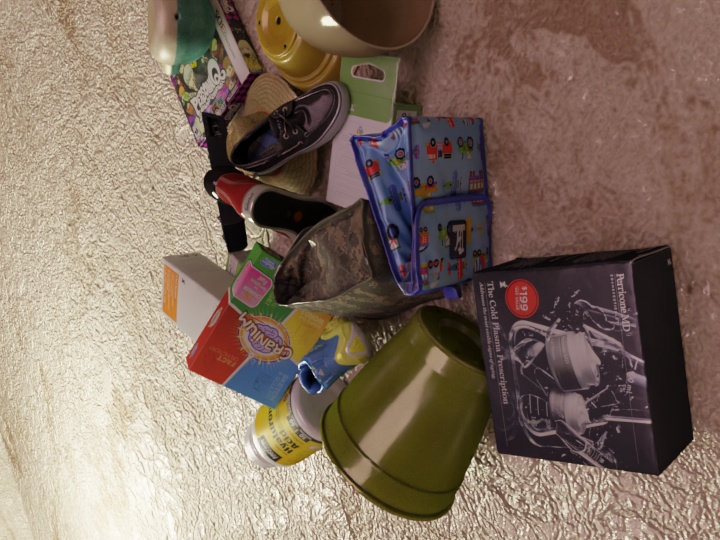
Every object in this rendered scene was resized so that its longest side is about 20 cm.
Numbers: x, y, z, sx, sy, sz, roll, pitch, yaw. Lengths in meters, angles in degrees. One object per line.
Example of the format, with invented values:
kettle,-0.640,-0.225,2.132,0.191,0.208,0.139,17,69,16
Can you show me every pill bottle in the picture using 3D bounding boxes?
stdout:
pill bottle,-0.105,0.243,1.075,0.200,0.110,0.113,-41,70,42

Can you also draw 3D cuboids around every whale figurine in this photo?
whale figurine,-0.293,-0.399,1.102,0.200,0.101,0.163,-149,59,-67

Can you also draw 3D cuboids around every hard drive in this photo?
hard drive,-0.218,-0.139,1.097,0.135,0.041,0.204,103,155,-67

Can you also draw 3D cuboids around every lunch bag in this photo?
lunch bag,0.000,0.000,0.867,0.198,0.162,0.120,-25,65,43
lunch bag,0.084,-0.066,0.786,0.093,0.149,0.205,-9,93,43

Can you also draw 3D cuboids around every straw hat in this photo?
straw hat,-0.157,-0.189,1.030,0.199,0.084,0.206,24,123,43

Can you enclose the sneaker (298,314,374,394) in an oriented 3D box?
sneaker,-0.046,0.115,0.935,0.077,0.104,0.200,56,171,3

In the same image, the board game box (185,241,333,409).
board game box,-0.138,0.084,0.990,0.202,0.151,0.040,-58,27,6

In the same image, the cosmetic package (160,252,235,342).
cosmetic package,-0.244,0.054,1.083,0.198,0.070,0.104,28,117,43

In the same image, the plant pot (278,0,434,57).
plant pot,-0.026,-0.343,0.813,0.133,0.197,0.205,-8,94,52

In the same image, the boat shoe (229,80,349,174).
boat shoe,-0.102,-0.189,0.908,0.197,0.066,0.071,-22,83,35

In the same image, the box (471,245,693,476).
box,0.228,0.087,0.709,0.180,0.103,0.205,-6,95,44

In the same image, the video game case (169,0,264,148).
video game case,-0.252,-0.341,1.147,0.199,0.035,0.184,-38,70,43

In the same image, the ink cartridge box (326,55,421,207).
ink cartridge box,0.018,-0.178,0.894,0.103,0.059,0.205,24,115,40

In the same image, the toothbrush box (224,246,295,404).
toothbrush box,-0.163,0.087,1.116,0.145,0.085,0.204,36,121,36

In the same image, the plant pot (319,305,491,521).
plant pot,0.079,0.157,0.832,0.200,0.198,0.195,43,114,30

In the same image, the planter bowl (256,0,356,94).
planter bowl,-0.087,-0.345,0.947,0.198,0.082,0.206,12,107,42

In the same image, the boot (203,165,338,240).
boot,-0.122,-0.093,0.965,0.143,0.198,0.074,28,95,39
